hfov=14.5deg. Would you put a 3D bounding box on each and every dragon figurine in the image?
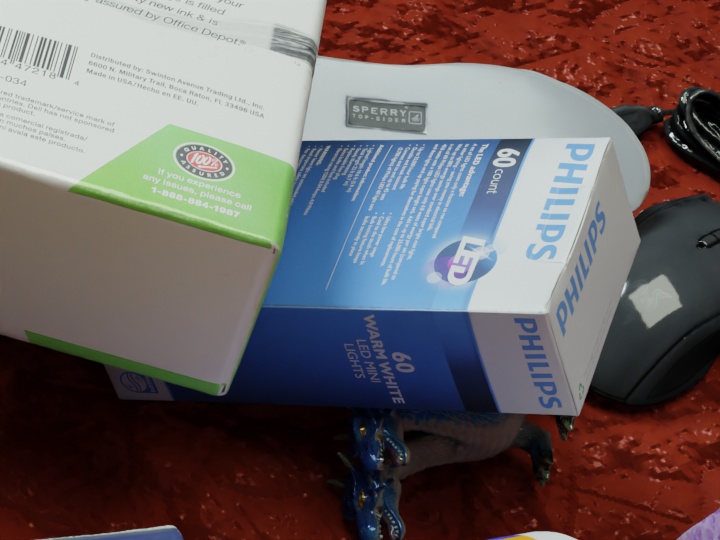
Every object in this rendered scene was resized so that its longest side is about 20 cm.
[{"bbox_3d":[0.037,0.032,1.187,0.099,0.059,0.200,14,45,-9],"label":"dragon figurine"}]

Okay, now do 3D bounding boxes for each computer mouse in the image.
[{"bbox_3d":[0.140,-0.025,1.292,0.200,0.046,0.140,-27,63,-39],"label":"computer mouse"}]

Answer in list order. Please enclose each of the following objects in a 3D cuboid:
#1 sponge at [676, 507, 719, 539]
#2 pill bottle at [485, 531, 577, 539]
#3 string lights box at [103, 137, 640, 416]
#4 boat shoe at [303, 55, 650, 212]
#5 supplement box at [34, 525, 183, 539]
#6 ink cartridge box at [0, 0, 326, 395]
[{"bbox_3d":[0.212,0.102,1.099,0.030,0.200,0.112,24,30,-51],"label":"sponge"},{"bbox_3d":[0.038,0.155,1.027,0.199,0.112,0.112,-8,51,-27],"label":"pill bottle"},{"bbox_3d":[0.000,0.000,1.131,0.199,0.059,0.103,1,43,24],"label":"string lights box"},{"bbox_3d":[0.027,-0.053,1.261,0.199,0.065,0.074,13,68,-7],"label":"boat shoe"},{"bbox_3d":[-0.092,0.199,0.934,0.109,0.109,0.200,-4,49,-24],"label":"supplement box"},{"bbox_3d":[-0.097,-0.064,1.087,0.145,0.084,0.200,16,40,-6],"label":"ink cartridge box"}]
